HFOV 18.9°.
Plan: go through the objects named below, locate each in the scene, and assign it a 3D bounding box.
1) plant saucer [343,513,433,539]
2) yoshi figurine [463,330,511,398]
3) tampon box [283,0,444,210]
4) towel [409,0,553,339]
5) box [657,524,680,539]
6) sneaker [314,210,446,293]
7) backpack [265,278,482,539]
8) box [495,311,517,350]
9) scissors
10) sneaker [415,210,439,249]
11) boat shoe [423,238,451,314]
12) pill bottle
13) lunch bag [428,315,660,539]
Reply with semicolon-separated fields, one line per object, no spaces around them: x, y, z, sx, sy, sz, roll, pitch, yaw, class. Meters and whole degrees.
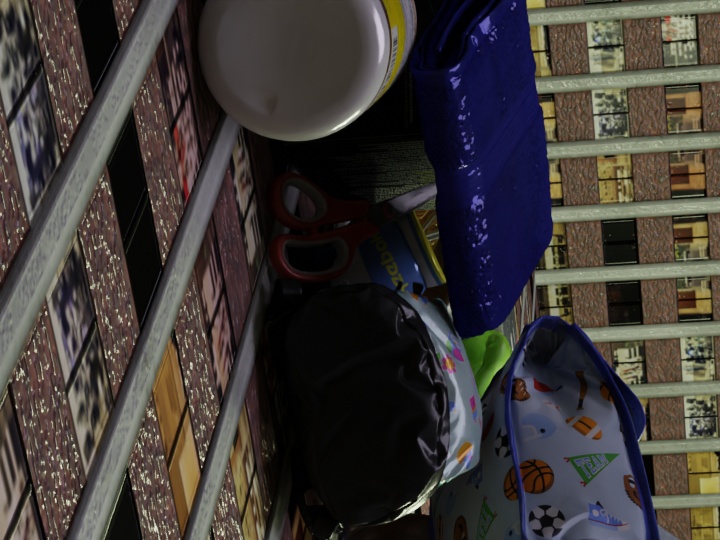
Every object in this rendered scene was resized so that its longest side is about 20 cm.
0.054;0.265;1.520;0.035;0.200;0.201;-49;-154;41;plant saucer
0.064;0.088;1.688;0.200;0.112;0.112;3;115;-62;yoshi figurine
0.023;-0.136;1.538;0.200;0.126;0.151;55;33;-75;tampon box
0.074;-0.075;1.378;0.148;0.049;0.201;-54;141;-49;towel
0.138;0.259;1.655;0.184;0.200;0.105;-50;167;-33;box
0.000;0.000;1.557;0.074;0.082;0.200;61;-10;1;sneaker
0.014;0.084;1.404;0.200;0.126;0.168;15;69;-85;backpack
0.086;0.053;1.961;0.122;0.106;0.201;-81;164;-58;box
0.010;-0.030;1.441;0.200;0.014;0.073;-3;77;-47;scissors
0.044;-0.071;1.840;0.088;0.075;0.201;-133;-134;-73;sneaker
0.109;-0.030;1.667;0.200;0.069;0.071;118;-33;-47;boat shoe
-0.026;-0.142;1.276;0.200;0.109;0.110;-56;141;-77;pill bottle
0.122;0.155;1.508;0.170;0.123;0.201;118;-28;-44;lunch bag
